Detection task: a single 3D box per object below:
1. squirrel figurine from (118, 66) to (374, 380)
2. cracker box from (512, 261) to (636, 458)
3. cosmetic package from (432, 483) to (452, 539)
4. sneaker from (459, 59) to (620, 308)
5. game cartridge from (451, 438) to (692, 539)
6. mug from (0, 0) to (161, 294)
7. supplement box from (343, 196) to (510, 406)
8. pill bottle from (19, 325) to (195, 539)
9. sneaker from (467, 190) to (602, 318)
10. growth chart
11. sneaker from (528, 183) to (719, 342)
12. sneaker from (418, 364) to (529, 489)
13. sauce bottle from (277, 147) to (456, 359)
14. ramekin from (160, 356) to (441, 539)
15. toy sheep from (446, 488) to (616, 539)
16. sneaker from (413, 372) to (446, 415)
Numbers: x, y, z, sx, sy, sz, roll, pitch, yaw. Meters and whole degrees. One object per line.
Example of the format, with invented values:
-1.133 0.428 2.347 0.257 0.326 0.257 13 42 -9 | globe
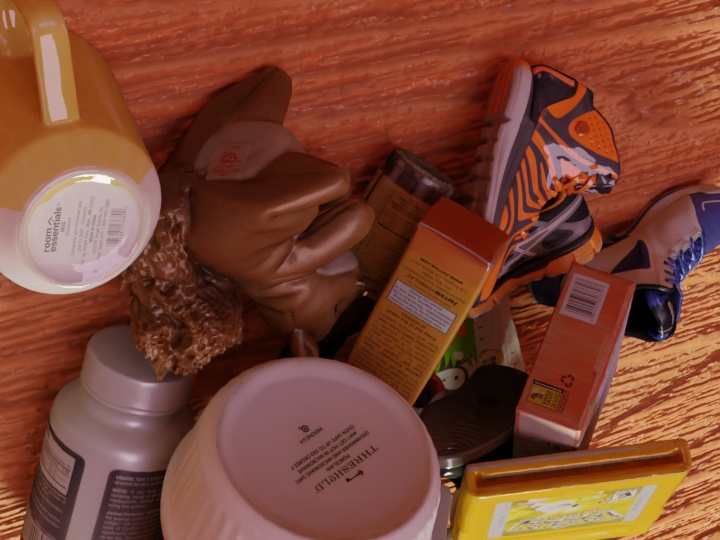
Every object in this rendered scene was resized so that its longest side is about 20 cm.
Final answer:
-0.086 -0.008 1.066 0.200 0.142 0.187 -30 138 -11 | squirrel figurine
0.172 0.098 1.212 0.200 0.058 0.134 79 32 -64 | cracker box
-0.055 0.246 1.120 0.199 0.168 0.167 18 133 -5 | cosmetic package
0.142 -0.058 1.155 0.112 0.078 0.201 16 91 -15 | sneaker
0.167 0.192 1.206 0.176 0.033 0.200 -7 154 -2 | game cartridge
-0.208 -0.073 0.924 0.149 0.153 0.187 -39 132 -3 | mug
0.037 0.047 1.115 0.200 0.069 0.067 -64 173 28 | supplement box
-0.188 0.147 1.111 0.110 0.111 0.201 2 119 -33 | pill bottle
0.105 -0.020 1.217 0.200 0.078 0.077 -26 117 -20 | sneaker
0.089 0.090 1.307 0.144 0.018 0.200 -30 131 -8 | growth chart
0.261 0.007 1.296 0.199 0.115 0.081 -24 130 -17 | sneaker
0.095 0.159 1.232 0.200 0.075 0.107 -28 129 -61 | sneaker
0.000 0.000 1.164 0.065 0.065 0.200 21 109 -39 | sauce bottle
-0.036 0.150 1.025 0.202 0.203 0.094 -9 141 -27 | ramekin
0.151 0.235 1.367 0.200 0.138 0.138 -1 120 -42 | toy sheep
0.046 0.140 1.266 0.093 0.070 0.200 -38 135 0 | sneaker
